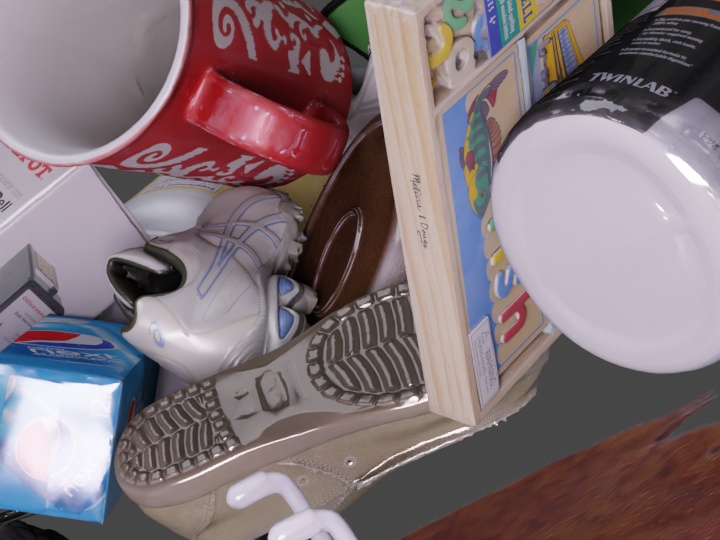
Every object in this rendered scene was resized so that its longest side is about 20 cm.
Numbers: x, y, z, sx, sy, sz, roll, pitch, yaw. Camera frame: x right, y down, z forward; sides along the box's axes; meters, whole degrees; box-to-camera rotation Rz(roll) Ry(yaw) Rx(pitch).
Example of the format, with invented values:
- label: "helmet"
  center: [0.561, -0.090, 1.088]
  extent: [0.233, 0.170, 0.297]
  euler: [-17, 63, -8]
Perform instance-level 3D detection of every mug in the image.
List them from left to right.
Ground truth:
- label: "mug"
  center: [-0.085, -0.090, 1.271]
  extent: [0.133, 0.178, 0.200]
  euler: [-37, -20, 18]

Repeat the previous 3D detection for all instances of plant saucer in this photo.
- label: "plant saucer"
  center: [0.000, 0.000, 1.205]
  extent: [0.200, 0.032, 0.201]
  euler: [-159, 90, -75]

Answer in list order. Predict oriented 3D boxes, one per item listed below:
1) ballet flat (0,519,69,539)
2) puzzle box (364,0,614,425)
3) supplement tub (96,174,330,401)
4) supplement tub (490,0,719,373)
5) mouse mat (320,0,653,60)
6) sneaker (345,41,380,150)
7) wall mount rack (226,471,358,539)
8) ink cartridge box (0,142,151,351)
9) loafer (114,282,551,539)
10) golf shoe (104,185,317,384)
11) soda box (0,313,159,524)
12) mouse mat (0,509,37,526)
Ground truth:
- label: "ballet flat"
  center: [-0.190, 0.154, 1.342]
  extent: [0.066, 0.057, 0.200]
  euler: [-39, 9, -19]
- label: "puzzle box"
  center: [0.062, -0.053, 1.002]
  extent: [0.025, 0.201, 0.133]
  euler: [17, 44, 32]
- label: "supplement tub"
  center: [-0.079, 0.006, 1.447]
  extent: [0.145, 0.146, 0.200]
  euler: [-29, 9, 29]
- label: "supplement tub"
  center: [0.152, -0.058, 1.000]
  extent: [0.122, 0.123, 0.200]
  euler: [-24, 12, 49]
- label: "mouse mat"
  center: [0.096, -0.129, 1.377]
  extent: [0.161, 0.199, 0.008]
  euler: [-33, 38, 39]
- label: "sneaker"
  center: [0.049, -0.107, 1.327]
  extent: [0.200, 0.081, 0.075]
  euler: [-30, 6, 43]
- label: "wall mount rack"
  center: [-0.077, 0.145, 0.890]
  extent: [0.173, 0.075, 0.200]
  euler: [-35, 7, -7]
- label: "ink cartridge box"
  center: [-0.226, 0.006, 1.327]
  extent: [0.200, 0.084, 0.145]
  euler: [-40, 36, -9]
- label: "loafer"
  center: [-0.008, 0.066, 1.094]
  extent: [0.199, 0.068, 0.076]
  euler: [-19, 44, 5]
- label: "golf shoe"
  center: [-0.080, -0.002, 1.241]
  extent: [0.200, 0.097, 0.079]
  euler: [-109, 42, -68]
- label: "soda box"
  center: [-0.137, 0.067, 1.186]
  extent: [0.064, 0.068, 0.200]
  euler: [8, 5, -1]
- label: "mouse mat"
  center: [-0.159, 0.123, 1.345]
  extent: [0.160, 0.008, 0.200]
  euler: [-19, -3, -12]
